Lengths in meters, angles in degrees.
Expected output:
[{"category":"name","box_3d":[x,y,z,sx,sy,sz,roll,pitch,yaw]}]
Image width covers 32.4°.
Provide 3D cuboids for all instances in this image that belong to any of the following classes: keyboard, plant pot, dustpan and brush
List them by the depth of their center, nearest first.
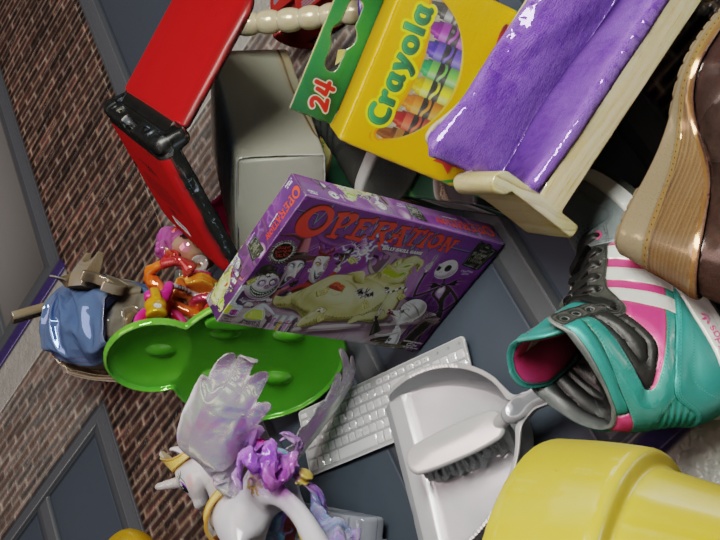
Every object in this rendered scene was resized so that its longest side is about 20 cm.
[{"category":"plant pot","box_3d":[0.182,0.195,0.658,0.188,0.200,0.202,-1,79,33]},{"category":"dustpan and brush","box_3d":[0.093,0.110,0.864,0.199,0.057,0.140,-30,59,28]},{"category":"keyboard","box_3d":[0.018,0.112,0.989,0.199,0.011,0.057,-29,60,41]}]

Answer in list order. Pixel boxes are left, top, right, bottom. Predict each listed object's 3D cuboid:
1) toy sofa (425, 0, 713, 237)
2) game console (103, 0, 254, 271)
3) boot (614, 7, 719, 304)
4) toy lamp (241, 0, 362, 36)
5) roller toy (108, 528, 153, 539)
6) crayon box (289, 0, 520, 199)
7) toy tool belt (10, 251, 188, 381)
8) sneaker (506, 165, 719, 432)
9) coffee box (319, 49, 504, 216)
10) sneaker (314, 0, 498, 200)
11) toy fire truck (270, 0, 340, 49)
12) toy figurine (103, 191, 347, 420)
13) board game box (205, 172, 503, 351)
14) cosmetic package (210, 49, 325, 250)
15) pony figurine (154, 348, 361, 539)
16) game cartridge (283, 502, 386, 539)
[{"category":"toy sofa","box_3d":[0.135,-0.127,0.785,0.201,0.097,0.083,-56,15,-4]},{"category":"game console","box_3d":[-0.120,-0.116,0.967,0.118,0.173,0.200,-32,24,-11]},{"category":"boot","box_3d":[0.259,-0.063,0.727,0.166,0.072,0.201,20,76,30]},{"category":"toy lamp","box_3d":[-0.047,-0.213,1.042,0.198,0.058,0.059,-5,74,10]},{"category":"roller toy","box_3d":[-0.240,0.354,1.126,0.182,0.139,0.201,-45,47,18]},{"category":"crayon box","box_3d":[0.066,-0.126,0.849,0.051,0.199,0.128,-117,48,-71]},{"category":"toy tool belt","box_3d":[-0.255,0.046,1.230,0.199,0.122,0.126,-11,73,46]},{"category":"sneaker","box_3d":[0.141,0.024,0.781,0.084,0.120,0.201,94,155,-50]},{"category":"coffee box","box_3d":[0.045,-0.114,0.988,0.199,0.044,0.124,13,91,49]},{"category":"sneaker","box_3d":[0.026,-0.155,0.930,0.099,0.070,0.201,47,120,38]},{"category":"toy fire truck","box_3d":[-0.011,-0.301,1.094,0.199,0.049,0.142,-28,60,42]},{"category":"toy figurine","box_3d":[-0.123,0.012,1.065,0.185,0.198,0.151,-105,23,-45]},{"category":"board game box","box_3d":[0.000,0.000,0.893,0.120,0.199,0.032,-56,47,24]},{"category":"cosmetic package","box_3d":[-0.082,-0.099,1.041,0.200,0.072,0.104,-110,20,-53]},{"category":"pony figurine","box_3d":[-0.075,0.165,0.949,0.193,0.166,0.200,-52,53,22]},{"category":"game cartridge","box_3d":[-0.059,0.258,1.023,0.199,0.041,0.134,-3,83,48]}]
